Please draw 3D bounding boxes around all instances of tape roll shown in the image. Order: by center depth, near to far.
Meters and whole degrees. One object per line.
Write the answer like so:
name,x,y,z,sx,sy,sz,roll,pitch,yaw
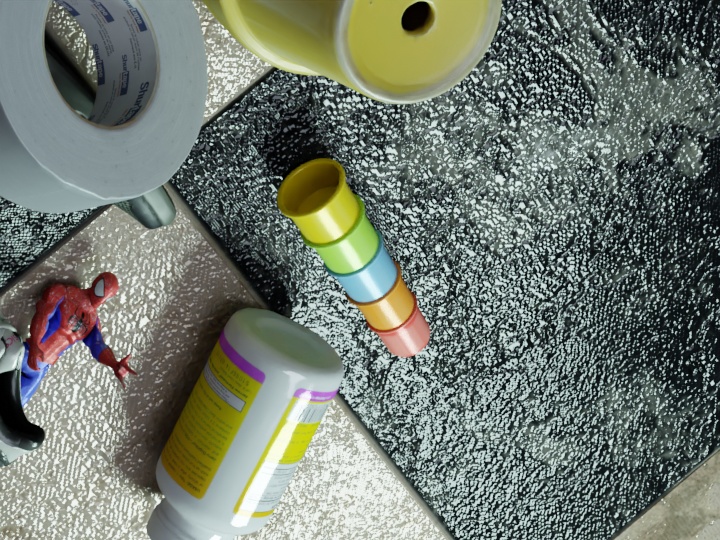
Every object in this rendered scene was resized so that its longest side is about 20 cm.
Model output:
tape roll,-0.195,-0.143,1.466,0.199,0.066,0.202,13,72,-47

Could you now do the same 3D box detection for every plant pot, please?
plant pot,0.001,-0.213,1.527,0.199,0.189,0.202,-15,126,-21

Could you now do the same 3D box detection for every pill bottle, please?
pill bottle,-0.099,0.139,1.742,0.104,0.104,0.201,16,110,-35

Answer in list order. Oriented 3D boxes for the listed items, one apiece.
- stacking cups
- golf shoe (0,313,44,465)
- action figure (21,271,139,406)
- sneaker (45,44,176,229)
stacking cups,0.000,0.000,1.741,0.060,0.061,0.201,-36,130,-5
golf shoe,-0.281,0.042,1.554,0.091,0.073,0.202,-8,103,23
action figure,-0.247,0.086,1.633,0.200,0.099,0.065,-47,126,0
sneaker,-0.223,-0.080,1.558,0.114,0.076,0.199,-43,127,3
